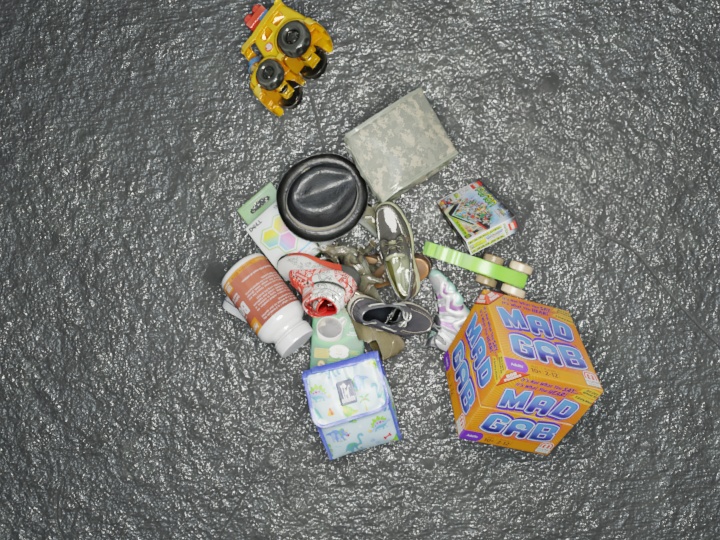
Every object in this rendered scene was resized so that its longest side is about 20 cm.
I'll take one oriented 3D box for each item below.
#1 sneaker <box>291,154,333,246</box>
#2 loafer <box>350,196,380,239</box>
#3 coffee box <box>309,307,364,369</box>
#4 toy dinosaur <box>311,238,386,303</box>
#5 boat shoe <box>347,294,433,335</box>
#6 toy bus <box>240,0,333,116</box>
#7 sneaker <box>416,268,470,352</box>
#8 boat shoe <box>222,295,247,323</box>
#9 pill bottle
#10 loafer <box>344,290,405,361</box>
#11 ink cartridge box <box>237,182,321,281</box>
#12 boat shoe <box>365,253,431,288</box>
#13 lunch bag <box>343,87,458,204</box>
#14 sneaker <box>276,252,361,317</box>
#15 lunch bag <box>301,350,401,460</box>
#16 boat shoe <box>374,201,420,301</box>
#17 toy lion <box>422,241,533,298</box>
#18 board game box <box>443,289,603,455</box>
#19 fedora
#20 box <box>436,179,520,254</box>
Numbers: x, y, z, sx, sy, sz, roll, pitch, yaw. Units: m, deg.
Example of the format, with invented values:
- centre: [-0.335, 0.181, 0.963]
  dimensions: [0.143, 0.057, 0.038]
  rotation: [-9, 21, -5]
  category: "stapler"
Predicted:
- centre: [-0.112, -0.147, 1.291]
  dimensions: [0.102, 0.075, 0.206]
  rotation: [-5, 88, 20]
  category: "sneaker"
- centre: [0.039, -0.111, 1.270]
  dimensions: [0.198, 0.075, 0.070]
  rotation: [35, 97, 3]
  category: "loafer"
- centre: [-0.048, 0.135, 1.294]
  dimensions: [0.120, 0.044, 0.206]
  rotation: [2, 91, 1]
  category: "coffee box"
- centre: [0.000, 0.000, 1.226]
  dimensions: [0.101, 0.077, 0.201]
  rotation: [-30, 106, 39]
  category: "toy dinosaur"
- centre: [0.069, 0.100, 1.182]
  dimensions: [0.196, 0.063, 0.074]
  rotation: [15, 100, -25]
  category: "boat shoe"
- centre: [-0.187, -0.470, 1.263]
  dimensions: [0.191, 0.135, 0.201]
  rotation: [40, 96, 15]
  category: "toy bus"
- centre: [0.170, 0.111, 1.263]
  dimensions: [0.139, 0.078, 0.202]
  rotation: [-35, 88, 3]
  category: "sneaker"
- centre: [-0.207, 0.094, 1.294]
  dimensions: [0.197, 0.072, 0.067]
  rotation: [28, 97, 11]
  category: "boat shoe"
- centre: [-0.188, 0.073, 1.210]
  dimensions: [0.112, 0.112, 0.201]
  rotation: [-41, 77, 3]
  category: "pill bottle"
- centre: [0.015, 0.114, 1.234]
  dimensions: [0.200, 0.076, 0.068]
  rotation: [47, 72, -14]
  category: "loafer"
- centre: [-0.181, -0.088, 1.292]
  dimensions: [0.103, 0.059, 0.201]
  rotation: [-38, 88, 4]
  category: "ink cartridge box"
- centre: [0.057, -0.003, 1.273]
  dimensions: [0.195, 0.070, 0.072]
  rotation: [1, 106, 14]
  category: "boat shoe"
- centre: [0.077, -0.251, 1.235]
  dimensions: [0.197, 0.118, 0.166]
  rotation: [-31, 88, -12]
  category: "lunch bag"
- centre: [-0.106, 0.030, 1.179]
  dimensions: [0.197, 0.109, 0.068]
  rotation: [12, 136, 25]
  category: "sneaker"
- centre: [-0.017, 0.272, 1.225]
  dimensions: [0.166, 0.128, 0.204]
  rotation: [-16, 115, 1]
  category: "lunch bag"
- centre: [0.074, -0.036, 1.188]
  dimensions: [0.070, 0.066, 0.206]
  rotation: [-13, 101, 15]
  category: "boat shoe"
- centre: [0.225, -0.015, 1.205]
  dimensions: [0.188, 0.200, 0.070]
  rotation: [18, 94, -16]
  category: "toy lion"
- centre: [0.299, 0.197, 1.135]
  dimensions: [0.195, 0.202, 0.202]
  rotation: [13, 128, -13]
  category: "board game box"
- centre: [-0.075, -0.155, 1.195]
  dimensions: [0.195, 0.092, 0.206]
  rotation: [0, 86, -7]
  category: "fedora"
- centre: [0.235, -0.114, 1.202]
  dimensions: [0.108, 0.201, 0.035]
  rotation: [-27, 120, 4]
  category: "box"
